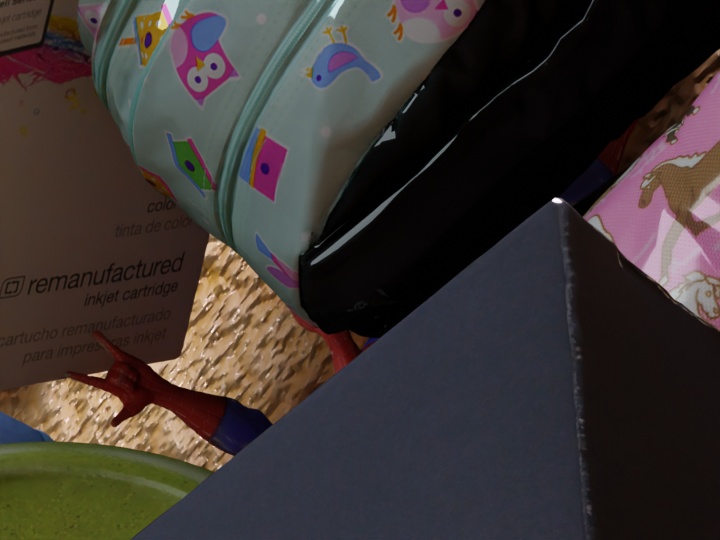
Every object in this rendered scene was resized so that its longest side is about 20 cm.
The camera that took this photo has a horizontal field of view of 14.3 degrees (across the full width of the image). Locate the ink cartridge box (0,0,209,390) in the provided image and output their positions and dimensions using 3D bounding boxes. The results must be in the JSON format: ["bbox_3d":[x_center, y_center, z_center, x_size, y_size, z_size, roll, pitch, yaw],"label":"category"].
[{"bbox_3d":[-0.102,-0.073,0.759,0.084,0.144,0.201,32,117,37],"label":"ink cartridge box"}]

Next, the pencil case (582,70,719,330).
[{"bbox_3d":[0.070,0.016,0.657,0.200,0.087,0.083,-45,-4,18],"label":"pencil case"}]

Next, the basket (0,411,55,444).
[{"bbox_3d":[-0.166,0.079,0.913,0.176,0.139,0.201,-46,27,45],"label":"basket"}]

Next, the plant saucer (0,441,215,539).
[{"bbox_3d":[-0.073,0.112,0.670,0.031,0.199,0.201,97,-176,-48],"label":"plant saucer"}]

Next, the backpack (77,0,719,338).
[{"bbox_3d":[0.031,-0.080,0.707,0.200,0.167,0.127,-48,63,3],"label":"backpack"}]

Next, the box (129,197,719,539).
[{"bbox_3d":[0.027,0.122,0.472,0.200,0.182,0.104,-40,28,28],"label":"box"}]

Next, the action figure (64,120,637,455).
[{"bbox_3d":[0.000,0.000,0.786,0.201,0.099,0.065,-62,25,-11],"label":"action figure"}]
